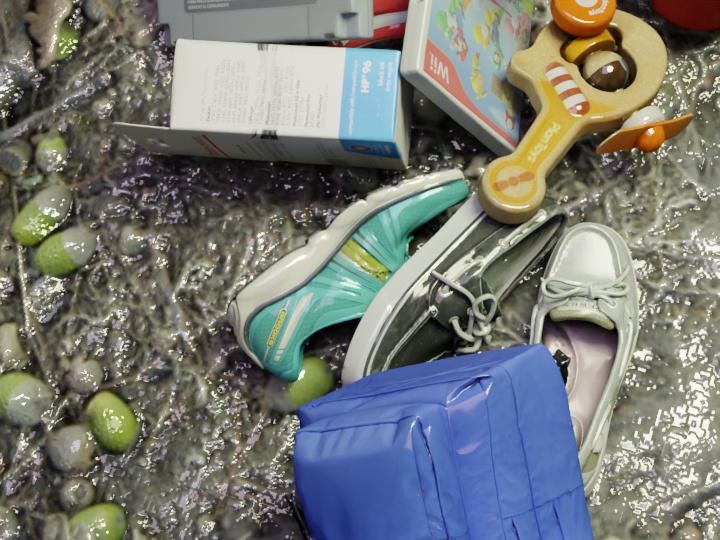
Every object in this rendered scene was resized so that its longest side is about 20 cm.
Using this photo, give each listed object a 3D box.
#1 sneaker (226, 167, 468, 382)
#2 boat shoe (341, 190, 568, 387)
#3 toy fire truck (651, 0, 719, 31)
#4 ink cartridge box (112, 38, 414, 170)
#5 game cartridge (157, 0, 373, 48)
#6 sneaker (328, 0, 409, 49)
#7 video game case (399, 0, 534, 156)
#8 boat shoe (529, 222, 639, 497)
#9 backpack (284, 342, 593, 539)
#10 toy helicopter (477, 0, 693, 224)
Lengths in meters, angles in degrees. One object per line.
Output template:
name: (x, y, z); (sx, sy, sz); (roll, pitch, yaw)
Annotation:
sneaker: (0.000, 0.000, 1.097); (0.200, 0.078, 0.080); (-39, 84, 0)
boat shoe: (0.070, 0.021, 1.072); (0.068, 0.074, 0.199); (32, 67, 30)
toy fire truck: (0.203, -0.244, 1.104); (0.200, 0.129, 0.176); (-41, 72, -22)
ink cartridge box: (-0.066, -0.119, 1.108); (0.199, 0.116, 0.068); (4, 84, 7)
game cartridge: (-0.071, -0.232, 1.127); (0.199, 0.040, 0.134); (5, 102, 39)
sneaker: (-0.027, -0.226, 1.174); (0.071, 0.113, 0.200); (-26, 31, -35)
video game case: (0.085, -0.202, 1.120); (0.017, 0.143, 0.201); (-5, 67, 34)
boat shoe: (0.149, 0.058, 1.054); (0.074, 0.065, 0.203); (12, 72, 10)
backpack: (0.047, 0.166, 0.955); (0.162, 0.168, 0.201); (-11, 95, 40)
toy helicopter: (0.154, -0.105, 1.094); (0.132, 0.079, 0.200); (34, 65, 8)
